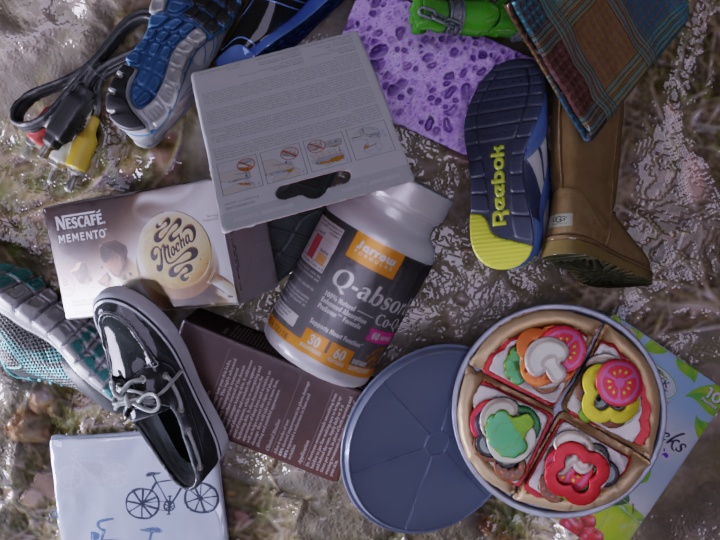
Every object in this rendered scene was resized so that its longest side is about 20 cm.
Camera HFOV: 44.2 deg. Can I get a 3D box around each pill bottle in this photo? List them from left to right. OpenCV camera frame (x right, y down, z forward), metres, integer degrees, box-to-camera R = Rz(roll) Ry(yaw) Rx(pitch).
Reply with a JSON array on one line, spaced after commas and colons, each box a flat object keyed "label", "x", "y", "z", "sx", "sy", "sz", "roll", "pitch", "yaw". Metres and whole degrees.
[{"label": "pill bottle", "x": 0.000, "y": 0.000, "z": 0.847, "sx": 0.116, "sy": 0.116, "sz": 0.201, "roll": 28, "pitch": 99, "yaw": -1}]

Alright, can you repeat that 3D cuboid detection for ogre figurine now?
[{"label": "ogre figurine", "x": 0.123, "y": -0.290, "z": 0.811, "sx": 0.119, "sy": 0.201, "sz": 0.098, "roll": 20, "pitch": 143, "yaw": -10}]

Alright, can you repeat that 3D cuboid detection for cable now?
[{"label": "cable", "x": -0.271, "y": -0.181, "z": 0.885, "sx": 0.097, "sy": 0.050, "sz": 0.200, "roll": 35, "pitch": 86, "yaw": 13}]

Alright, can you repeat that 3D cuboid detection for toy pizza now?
[{"label": "toy pizza", "x": 0.070, "y": 0.167, "z": 0.884, "sx": 0.199, "sy": 0.032, "sz": 0.201, "roll": -6, "pitch": 105, "yaw": -22}, {"label": "toy pizza", "x": 0.186, "y": 0.132, "z": 0.831, "sx": 0.199, "sy": 0.032, "sz": 0.201, "roll": 0, "pitch": 89, "yaw": 5}]

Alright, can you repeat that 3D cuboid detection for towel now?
[{"label": "towel", "x": 0.215, "y": -0.229, "z": 0.782, "sx": 0.147, "sy": 0.022, "sz": 0.200, "roll": 52, "pitch": 60, "yaw": -20}]

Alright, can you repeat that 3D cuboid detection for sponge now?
[{"label": "sponge", "x": 0.072, "y": -0.186, "z": 0.860, "sx": 0.199, "sy": 0.030, "sz": 0.112, "roll": 24, "pitch": 100, "yaw": -1}]

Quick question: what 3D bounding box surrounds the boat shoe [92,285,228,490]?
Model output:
[{"label": "boat shoe", "x": -0.193, "y": 0.111, "z": 0.812, "sx": 0.073, "sy": 0.068, "sz": 0.200, "roll": -13, "pitch": 111, "yaw": 25}]

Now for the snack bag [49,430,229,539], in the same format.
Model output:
[{"label": "snack bag", "x": -0.234, "y": 0.260, "z": 0.941, "sx": 0.188, "sy": 0.021, "sz": 0.201, "roll": -5, "pitch": 98, "yaw": 3}]

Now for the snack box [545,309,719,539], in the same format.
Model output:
[{"label": "snack box", "x": 0.244, "y": 0.162, "z": 0.880, "sx": 0.142, "sy": 0.053, "sz": 0.200, "roll": 34, "pitch": 91, "yaw": -3}]

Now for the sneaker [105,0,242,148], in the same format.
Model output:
[{"label": "sneaker", "x": -0.175, "y": -0.205, "z": 0.853, "sx": 0.075, "sy": 0.087, "sz": 0.200, "roll": 28, "pitch": 75, "yaw": 4}]

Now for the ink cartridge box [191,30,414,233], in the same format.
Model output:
[{"label": "ink cartridge box", "x": -0.052, "y": -0.114, "z": 0.763, "sx": 0.162, "sy": 0.050, "sz": 0.201, "roll": -15, "pitch": 55, "yaw": -3}]

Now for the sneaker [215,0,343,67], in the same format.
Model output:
[{"label": "sneaker", "x": -0.071, "y": -0.266, "z": 0.842, "sx": 0.200, "sy": 0.070, "sz": 0.078, "roll": -41, "pitch": 90, "yaw": 1}]

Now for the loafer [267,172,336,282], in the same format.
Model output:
[{"label": "loafer", "x": -0.067, "y": -0.079, "z": 0.875, "sx": 0.072, "sy": 0.063, "sz": 0.201, "roll": 21, "pitch": 103, "yaw": -24}]

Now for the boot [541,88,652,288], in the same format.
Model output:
[{"label": "boot", "x": 0.231, "y": -0.093, "z": 0.835, "sx": 0.066, "sy": 0.175, "sz": 0.201, "roll": -3, "pitch": 75, "yaw": 36}]

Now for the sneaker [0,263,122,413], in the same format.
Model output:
[{"label": "sneaker", "x": -0.315, "y": 0.084, "z": 0.906, "sx": 0.200, "sy": 0.078, "sz": 0.091, "roll": 41, "pitch": 113, "yaw": 1}]

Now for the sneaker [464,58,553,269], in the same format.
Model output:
[{"label": "sneaker", "x": 0.142, "y": -0.096, "z": 0.826, "sx": 0.074, "sy": 0.082, "sz": 0.201, "roll": 2, "pitch": 82, "yaw": 29}]

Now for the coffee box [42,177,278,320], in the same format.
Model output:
[{"label": "coffee box", "x": -0.190, "y": -0.022, "z": 0.840, "sx": 0.199, "sy": 0.080, "sz": 0.114, "roll": -5, "pitch": 99, "yaw": 25}]

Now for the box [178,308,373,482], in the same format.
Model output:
[{"label": "box", "x": -0.095, "y": 0.123, "z": 0.891, "sx": 0.199, "sy": 0.075, "sz": 0.100, "roll": 22, "pitch": 99, "yaw": -2}]
